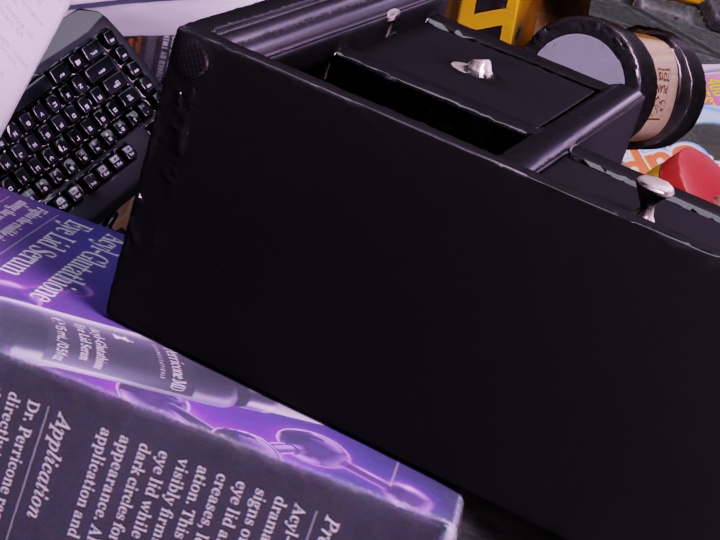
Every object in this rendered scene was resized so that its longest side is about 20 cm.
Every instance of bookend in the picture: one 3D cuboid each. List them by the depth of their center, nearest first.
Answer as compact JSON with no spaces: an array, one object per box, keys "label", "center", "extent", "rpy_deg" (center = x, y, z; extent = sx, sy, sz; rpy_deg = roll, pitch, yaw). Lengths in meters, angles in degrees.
[{"label":"bookend","center":[0.060,-0.013,0.585],"extent":[0.199,0.093,0.199],"rpy_deg":[25,23,16]}]

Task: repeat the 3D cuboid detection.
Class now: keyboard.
[{"label":"keyboard","center":[-0.131,-0.024,0.715],"extent":[0.104,0.040,0.200],"rpy_deg":[54,49,-10]}]

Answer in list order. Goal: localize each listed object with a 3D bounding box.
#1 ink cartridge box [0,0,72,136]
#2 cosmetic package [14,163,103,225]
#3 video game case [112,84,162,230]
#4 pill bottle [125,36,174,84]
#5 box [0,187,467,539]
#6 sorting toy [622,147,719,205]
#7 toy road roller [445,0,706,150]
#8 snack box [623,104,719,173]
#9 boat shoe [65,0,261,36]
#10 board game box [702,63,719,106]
[{"label":"ink cartridge box","center":[-0.193,-0.083,0.692],"extent":[0.197,0.044,0.201],"rpy_deg":[-15,34,25]},{"label":"cosmetic package","center":[-0.203,-0.049,0.825],"extent":[0.107,0.086,0.200],"rpy_deg":[7,20,-37]},{"label":"video game case","center":[-0.071,-0.057,0.846],"extent":[0.023,0.182,0.200],"rpy_deg":[38,8,-21]},{"label":"pill bottle","center":[-0.159,-0.135,0.972],"extent":[0.198,0.107,0.106],"rpy_deg":[11,17,-11]},{"label":"box","center":[-0.070,0.063,0.576],"extent":[0.198,0.105,0.148],"rpy_deg":[20,15,1]},{"label":"sorting toy","center":[0.139,0.033,0.802],"extent":[0.199,0.069,0.200],"rpy_deg":[-12,71,-59]},{"label":"toy road roller","center":[0.082,-0.146,0.828],"extent":[0.145,0.202,0.123],"rpy_deg":[15,10,22]},{"label":"snack box","center":[0.123,-0.047,1.016],"extent":[0.198,0.037,0.117],"rpy_deg":[2,40,3]},{"label":"boat shoe","center":[-0.134,-0.146,0.813],"extent":[0.200,0.087,0.075],"rpy_deg":[-3,20,3]},{"label":"board game box","center":[0.138,-0.060,1.092],"extent":[0.198,0.041,0.154],"rpy_deg":[0,42,0]}]
